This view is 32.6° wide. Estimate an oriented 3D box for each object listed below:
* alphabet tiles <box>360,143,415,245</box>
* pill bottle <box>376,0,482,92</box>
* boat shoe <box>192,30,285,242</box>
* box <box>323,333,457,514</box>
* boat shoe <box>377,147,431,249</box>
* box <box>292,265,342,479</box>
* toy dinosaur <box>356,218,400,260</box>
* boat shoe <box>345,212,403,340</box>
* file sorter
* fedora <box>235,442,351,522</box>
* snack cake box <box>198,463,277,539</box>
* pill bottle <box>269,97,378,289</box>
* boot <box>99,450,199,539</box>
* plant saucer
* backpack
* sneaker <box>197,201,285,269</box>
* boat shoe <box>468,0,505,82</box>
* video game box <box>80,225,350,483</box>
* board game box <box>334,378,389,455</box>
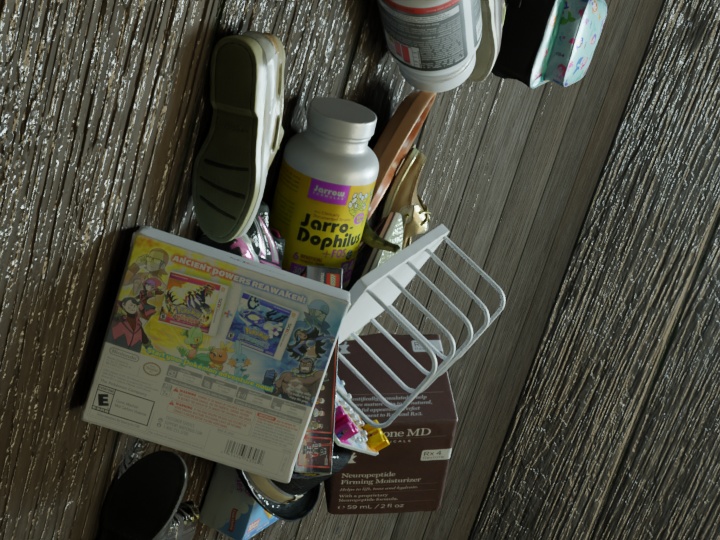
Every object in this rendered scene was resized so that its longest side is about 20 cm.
[{"bbox_3d":[0.037,-0.078,1.730,0.167,0.008,0.200,-57,160,-28],"label":"alphabet tiles"},{"bbox_3d":[0.079,-0.294,1.399,0.116,0.116,0.200,-61,162,-18],"label":"pill bottle"},{"bbox_3d":[-0.104,-0.122,1.140,0.068,0.075,0.200,-29,139,-54],"label":"boat shoe"},{"bbox_3d":[0.032,0.214,1.721,0.164,0.166,0.200,-99,-169,-46],"label":"box"},{"bbox_3d":[0.061,-0.068,1.672,0.074,0.066,0.200,-58,168,-63],"label":"boat shoe"},{"bbox_3d":[-0.053,0.106,1.236,0.137,0.040,0.200,136,-41,-73],"label":"box"},{"bbox_3d":[-0.013,-0.065,1.420,0.047,0.200,0.088,8,131,-31],"label":"toy dinosaur"},{"bbox_3d":[0.000,0.000,1.520,0.075,0.062,0.200,79,33,-49],"label":"boat shoe"},{"bbox_3d":[0.054,0.063,1.379,0.139,0.125,0.200,-52,170,34],"label":"file sorter"},{"bbox_3d":[-0.073,0.198,1.455,0.201,0.091,0.201,51,26,-37],"label":"fedora"},{"bbox_3d":[-0.121,0.259,1.583,0.200,0.067,0.115,-13,124,-69],"label":"snack cake box"},{"bbox_3d":[-0.041,-0.080,1.330,0.104,0.104,0.200,-36,145,-59],"label":"pill bottle"},{"bbox_3d":[-0.218,0.272,1.329,0.200,0.069,0.174,-62,166,8],"label":"boot"},{"bbox_3d":[0.033,-0.139,1.526,0.200,0.032,0.200,-60,177,-4],"label":"plant saucer"},{"bbox_3d":[0.291,-0.372,1.897,0.200,0.150,0.178,-37,145,-67],"label":"backpack"},{"bbox_3d":[-0.106,0.001,1.284,0.086,0.080,0.200,-59,162,-30],"label":"sneaker"},{"bbox_3d":[0.163,-0.344,1.665,0.060,0.072,0.200,-52,152,-31],"label":"boat shoe"},{"bbox_3d":[-0.130,0.076,1.108,0.047,0.200,0.182,-89,-162,-74],"label":"video game box"},{"bbox_3d":[-0.040,0.121,1.462,0.026,0.200,0.200,-31,163,6],"label":"board game box"}]
